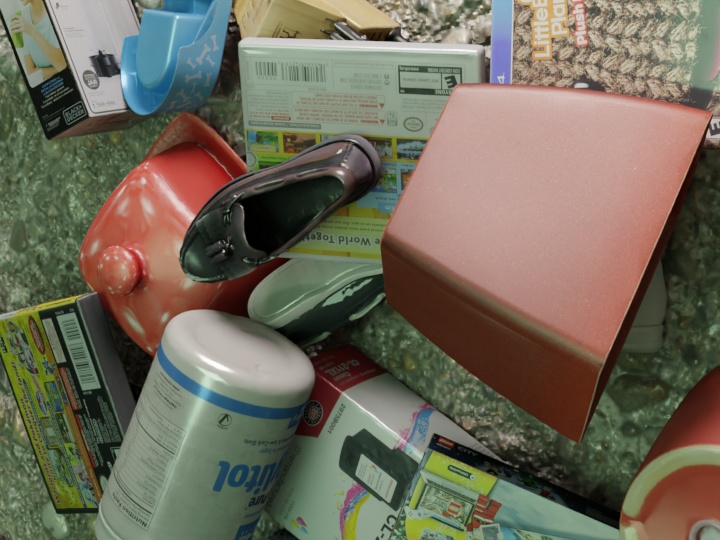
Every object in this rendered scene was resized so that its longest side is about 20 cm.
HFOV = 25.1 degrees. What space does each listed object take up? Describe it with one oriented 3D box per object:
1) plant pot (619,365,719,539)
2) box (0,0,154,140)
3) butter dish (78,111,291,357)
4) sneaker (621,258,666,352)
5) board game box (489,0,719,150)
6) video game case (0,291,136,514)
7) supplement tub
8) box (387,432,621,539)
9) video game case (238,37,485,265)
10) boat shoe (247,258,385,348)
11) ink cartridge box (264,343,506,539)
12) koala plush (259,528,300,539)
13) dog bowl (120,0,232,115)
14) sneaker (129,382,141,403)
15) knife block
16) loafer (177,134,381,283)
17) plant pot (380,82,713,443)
[{"bbox_3d":[0.283,0.173,1.171,0.200,0.177,0.201,6,102,31],"label":"plant pot"},{"bbox_3d":[-0.261,-0.225,1.466,0.060,0.117,0.201,-22,88,34],"label":"box"},{"bbox_3d":[-0.173,-0.009,1.431,0.200,0.148,0.200,47,118,16],"label":"butter dish"},{"bbox_3d":[0.140,0.012,1.271,0.199,0.075,0.089,6,92,-2],"label":"sneaker"},{"bbox_3d":[0.205,-0.176,1.203,0.199,0.097,0.160,6,101,30],"label":"board game box"},{"bbox_3d":[-0.261,0.126,1.486,0.180,0.025,0.201,-12,99,51],"label":"video game case"},{"bbox_3d":[-0.129,0.146,1.336,0.132,0.132,0.201,30,110,23],"label":"supplement tub"},{"bbox_3d":[0.122,0.231,1.281,0.199,0.038,0.137,23,108,5],"label":"box"},{"bbox_3d":[0.003,-0.092,1.291,0.199,0.023,0.183,4,113,17],"label":"video game case"},{"bbox_3d":[0.000,0.000,1.379,0.200,0.060,0.076,-26,47,17],"label":"boat shoe"},{"bbox_3d":[0.016,0.182,1.389,0.200,0.083,0.146,36,114,22],"label":"ink cartridge box"},{"bbox_3d":[-0.112,0.331,1.399,0.178,0.200,0.184,57,139,11],"label":"koala plush"},{"bbox_3d":[-0.155,-0.231,1.410,0.111,0.049,0.201,20,100,55],"label":"dog bowl"},{"bbox_3d":[-0.217,0.159,1.516,0.200,0.074,0.085,39,139,20],"label":"sneaker"},{"bbox_3d":[-0.012,-0.194,1.362,0.064,0.175,0.200,-61,23,23],"label":"knife block"},{"bbox_3d":[-0.075,-0.044,1.289,0.200,0.063,0.072,-30,101,27],"label":"loafer"},{"bbox_3d":[0.121,-0.022,1.154,0.176,0.200,0.200,24,73,11],"label":"plant pot"}]
